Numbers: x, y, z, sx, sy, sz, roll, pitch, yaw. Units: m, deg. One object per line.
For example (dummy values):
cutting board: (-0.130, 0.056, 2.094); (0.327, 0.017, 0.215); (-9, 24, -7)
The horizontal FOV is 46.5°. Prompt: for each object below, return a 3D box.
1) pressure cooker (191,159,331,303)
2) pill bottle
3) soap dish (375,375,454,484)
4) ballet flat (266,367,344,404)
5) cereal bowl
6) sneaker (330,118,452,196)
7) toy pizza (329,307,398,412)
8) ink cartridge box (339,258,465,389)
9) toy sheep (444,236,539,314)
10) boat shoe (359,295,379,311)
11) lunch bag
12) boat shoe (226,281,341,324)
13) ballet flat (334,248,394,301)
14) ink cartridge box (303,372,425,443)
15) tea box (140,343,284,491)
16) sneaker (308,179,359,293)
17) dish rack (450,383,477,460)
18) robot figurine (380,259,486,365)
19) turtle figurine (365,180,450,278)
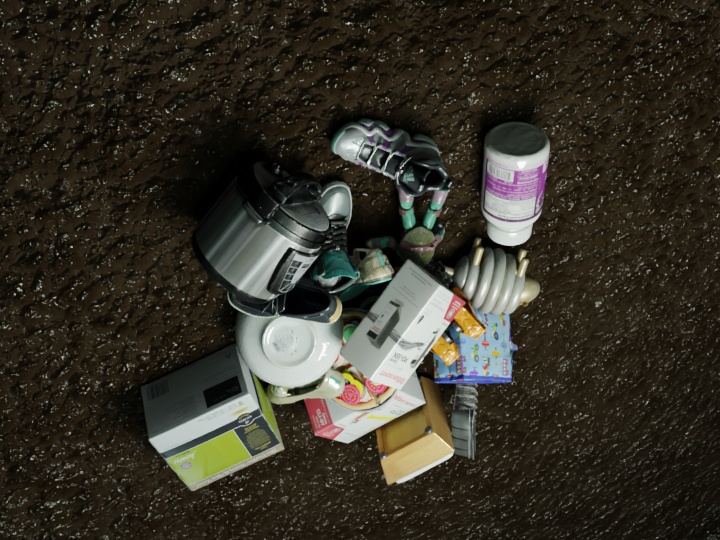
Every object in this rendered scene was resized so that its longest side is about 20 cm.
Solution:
pressure cooker: (-0.144, -0.072, 1.296); (0.178, 0.177, 0.200); (31, 112, -32)
pill bottle: (0.265, -0.146, 1.460); (0.111, 0.113, 0.202); (-15, 134, -11)
soap dish: (0.102, 0.325, 1.740); (0.156, 0.201, 0.081); (-30, 123, 14)
ballet flat: (-0.119, 0.212, 1.589); (0.198, 0.070, 0.069); (-13, 145, 35)
cereal bowl: (-0.124, 0.113, 1.471); (0.197, 0.083, 0.203); (-1, 103, -6)
sneaker: (0.059, -0.168, 1.324); (0.197, 0.141, 0.078); (2, 129, -26)
toy pizza: (-0.013, 0.172, 1.575); (0.201, 0.200, 0.032); (-51, 168, 23)
ink cartridge box: (0.075, 0.098, 1.453); (0.201, 0.083, 0.146); (-54, 152, 4)
toy sheep: (0.243, 0.015, 1.587); (0.197, 0.139, 0.139); (16, 127, 1)
boat shoe: (0.056, 0.133, 1.649); (0.071, 0.061, 0.202); (-30, 135, 3)
lunch bag: (0.245, 0.147, 1.683); (0.198, 0.153, 0.094); (7, 166, -36)
boat shoe: (-0.129, 0.045, 1.398); (0.197, 0.076, 0.062); (10, 164, 10)
ballet flat: (0.000, 0.000, 1.481); (0.067, 0.076, 0.200); (-16, 174, -25)
ink cartridge box: (0.010, 0.260, 1.682); (0.199, 0.084, 0.145); (-31, 150, 17)
tea box: (-0.276, 0.278, 1.576); (0.198, 0.134, 0.198); (-23, 134, -3)
sneaker: (-0.044, -0.040, 1.407); (0.082, 0.121, 0.202); (-4, 131, -20)
dish rack: (0.220, 0.272, 1.755); (0.054, 0.202, 0.155); (4, 137, 10)
robot figurine: (0.132, 0.069, 1.557); (0.145, 0.200, 0.058); (-44, 167, 12)
turtle figurine: (0.095, -0.061, 1.473); (0.148, 0.101, 0.202); (-7, 124, -27)
